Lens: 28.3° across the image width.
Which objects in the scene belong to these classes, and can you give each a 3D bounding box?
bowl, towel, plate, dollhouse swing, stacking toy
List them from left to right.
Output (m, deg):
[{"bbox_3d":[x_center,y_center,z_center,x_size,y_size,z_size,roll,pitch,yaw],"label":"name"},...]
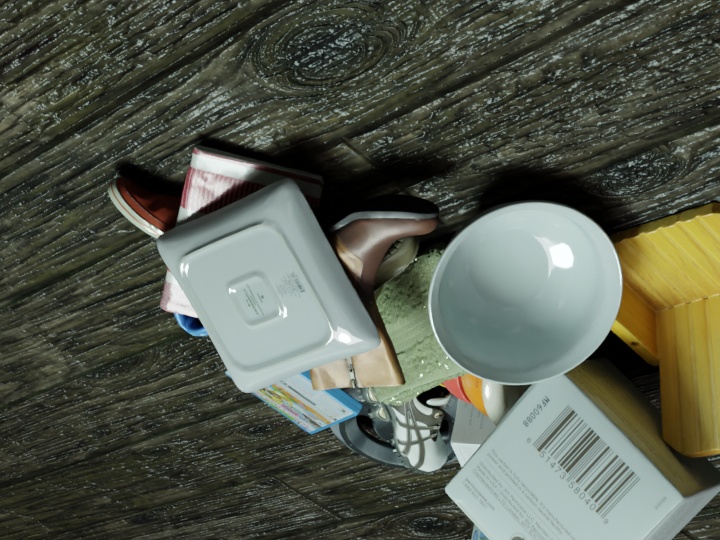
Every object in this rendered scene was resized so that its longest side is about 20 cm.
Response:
[{"bbox_3d":[-0.128,-0.030,1.534,0.144,0.023,0.200,13,118,-5],"label":"towel"},{"bbox_3d":[-0.103,0.025,1.485,0.200,0.032,0.200,-21,102,33],"label":"plate"},{"bbox_3d":[0.060,0.063,1.591,0.036,0.148,0.200,-13,169,-38],"label":"towel"},{"bbox_3d":[0.115,0.090,1.645,0.200,0.146,0.146,14,152,36],"label":"stacking toy"},{"bbox_3d":[0.161,0.010,1.470,0.201,0.090,0.201,-2,112,-6],"label":"bowl"},{"bbox_3d":[0.344,0.065,1.443,0.200,0.176,0.182,-18,136,40],"label":"dollhouse swing"}]

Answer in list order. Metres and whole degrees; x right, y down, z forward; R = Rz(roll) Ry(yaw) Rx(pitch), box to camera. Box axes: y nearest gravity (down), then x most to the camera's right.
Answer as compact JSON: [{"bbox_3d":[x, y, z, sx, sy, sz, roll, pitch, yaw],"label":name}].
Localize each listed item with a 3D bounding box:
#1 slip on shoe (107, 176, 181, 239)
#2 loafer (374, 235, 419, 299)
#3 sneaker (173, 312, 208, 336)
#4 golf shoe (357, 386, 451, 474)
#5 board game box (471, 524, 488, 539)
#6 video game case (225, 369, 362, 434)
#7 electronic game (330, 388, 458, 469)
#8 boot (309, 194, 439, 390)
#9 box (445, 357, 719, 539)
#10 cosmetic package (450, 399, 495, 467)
[{"bbox_3d":[-0.182,-0.056,1.572,0.200,0.074,0.061,27,111,-9],"label":"slip on shoe"},{"bbox_3d":[0.000,0.000,1.571,0.067,0.076,0.200,22,144,-34],"label":"loafer"},{"bbox_3d":[-0.167,0.050,1.675,0.076,0.105,0.200,-11,139,33],"label":"sneaker"},{"bbox_3d":[0.077,0.181,1.758,0.094,0.078,0.200,-16,135,22],"label":"golf shoe"},{"bbox_3d":[0.225,0.274,1.822,0.047,0.151,0.200,28,144,-20],"label":"board game box"},{"bbox_3d":[-0.088,0.148,1.799,0.143,0.018,0.200,36,158,-8],"label":"video game case"},{"bbox_3d":[0.055,0.198,1.870,0.200,0.042,0.200,7,140,6],"label":"electronic game"},{"bbox_3d":[0.012,0.030,1.473,0.188,0.068,0.200,-10,104,19],"label":"boot"},{"bbox_3d":[0.244,0.232,1.550,0.200,0.199,0.171,-52,157,19],"label":"box"},{"bbox_3d":[0.220,0.186,1.730,0.200,0.113,0.081,-2,144,20],"label":"cosmetic package"}]
